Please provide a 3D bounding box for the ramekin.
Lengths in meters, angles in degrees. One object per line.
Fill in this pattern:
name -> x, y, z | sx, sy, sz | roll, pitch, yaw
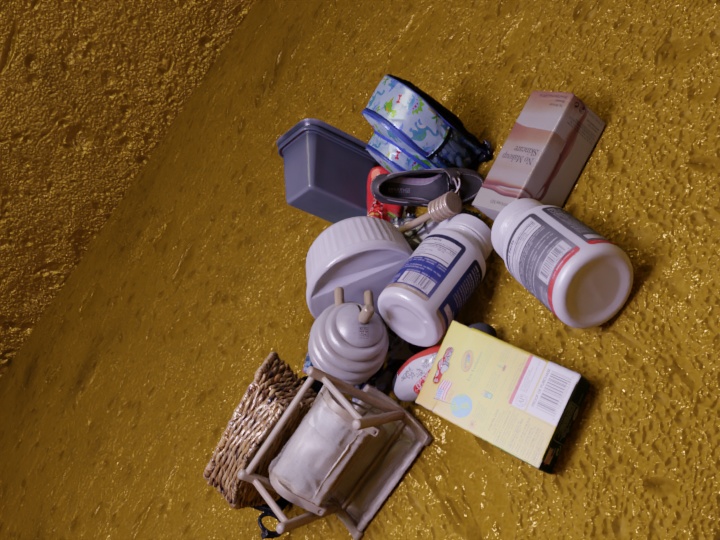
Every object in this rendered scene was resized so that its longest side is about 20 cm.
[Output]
ramekin -> 0.000, 0.000, 1.348 | 0.202, 0.201, 0.095 | -43, 45, 27

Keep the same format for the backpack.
backpack -> 0.094, -0.232, 1.438 | 0.148, 0.199, 0.183 | -51, 31, 4

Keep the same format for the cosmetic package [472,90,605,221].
cosmetic package -> 0.266, -0.159, 1.237 | 0.103, 0.087, 0.202 | 23, 85, 59

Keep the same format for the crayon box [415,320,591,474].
crayon box -> 0.181, 0.159, 1.069 | 0.198, 0.051, 0.128 | 24, 85, 38

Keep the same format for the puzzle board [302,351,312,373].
puzzle board -> -0.046, 0.119, 1.514 | 0.199, 0.017, 0.153 | -11, 56, 65

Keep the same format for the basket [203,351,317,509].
basket -> -0.173, 0.245, 1.279 | 0.149, 0.142, 0.202 | 39, 108, 32

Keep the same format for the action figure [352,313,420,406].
action figure -> 0.023, 0.179, 1.343 | 0.130, 0.069, 0.202 | 31, 96, 51

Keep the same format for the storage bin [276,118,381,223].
storage bin -> -0.064, -0.170, 1.564 | 0.145, 0.198, 0.136 | -27, 53, 42

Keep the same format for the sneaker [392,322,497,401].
sneaker -> 0.122, 0.168, 1.201 | 0.201, 0.067, 0.109 | -37, 35, 31

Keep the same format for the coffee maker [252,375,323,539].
coffee maker -> -0.107, 0.312, 1.395 | 0.200, 0.134, 0.193 | -46, 60, 26

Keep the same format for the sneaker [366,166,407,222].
sneaker -> 0.039, -0.098, 1.488 | 0.076, 0.085, 0.204 | -11, 74, 26

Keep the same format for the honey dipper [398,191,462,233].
honey dipper -> 0.090, -0.080, 1.356 | 0.199, 0.038, 0.039 | -24, 45, 52

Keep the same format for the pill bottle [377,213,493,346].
pill bottle -> 0.122, 0.008, 1.251 | 0.110, 0.112, 0.200 | -9, 35, 53

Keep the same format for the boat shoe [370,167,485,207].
boat shoe -> 0.115, -0.134, 1.360 | 0.057, 0.196, 0.068 | -116, 25, -81

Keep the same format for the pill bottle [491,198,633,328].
pill bottle -> 0.261, -0.018, 1.098 | 0.117, 0.115, 0.200 | -54, 30, 11

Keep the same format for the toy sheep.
toy sheep -> -0.017, 0.106, 1.265 | 0.201, 0.135, 0.140 | 110, 168, -53

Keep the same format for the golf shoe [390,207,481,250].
golf shoe -> 0.129, -0.054, 1.390 | 0.199, 0.077, 0.096 | -12, 74, 54

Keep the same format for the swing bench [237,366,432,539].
swing bench -> -0.034, 0.272, 1.205 | 0.130, 0.199, 0.200 | 42, 100, 39
